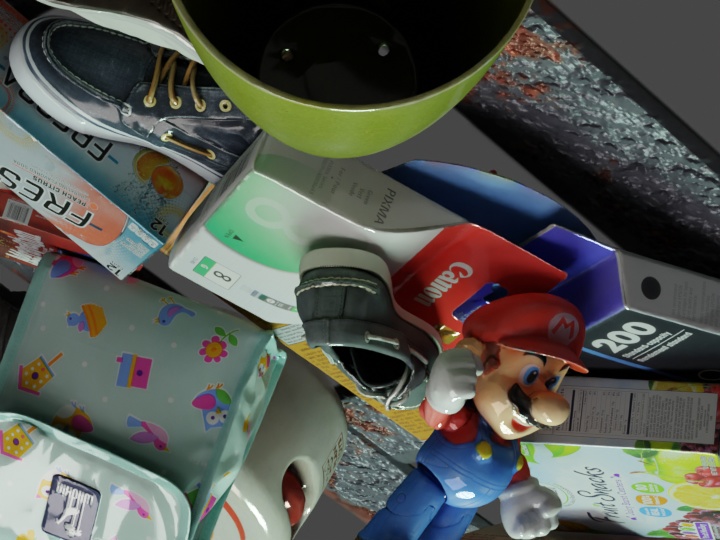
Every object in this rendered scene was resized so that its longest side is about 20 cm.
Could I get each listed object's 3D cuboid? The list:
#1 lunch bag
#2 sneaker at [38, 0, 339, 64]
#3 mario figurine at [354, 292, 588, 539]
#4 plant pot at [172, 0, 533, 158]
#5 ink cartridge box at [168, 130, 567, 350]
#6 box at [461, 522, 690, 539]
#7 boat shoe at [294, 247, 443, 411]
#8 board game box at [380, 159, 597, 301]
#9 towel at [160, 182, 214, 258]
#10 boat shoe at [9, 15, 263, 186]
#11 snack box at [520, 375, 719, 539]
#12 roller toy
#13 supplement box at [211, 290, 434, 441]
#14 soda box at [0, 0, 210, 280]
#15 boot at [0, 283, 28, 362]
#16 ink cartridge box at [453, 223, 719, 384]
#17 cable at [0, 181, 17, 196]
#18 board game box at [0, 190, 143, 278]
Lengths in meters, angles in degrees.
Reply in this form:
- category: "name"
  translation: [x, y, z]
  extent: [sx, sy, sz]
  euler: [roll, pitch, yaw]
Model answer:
- category: "lunch bag"
  translation: [-0.162, 0.110, 1.558]
  extent: [0.170, 0.200, 0.122]
  euler: [21, 171, 8]
- category: "sneaker"
  translation: [-0.101, -0.160, 1.344]
  extent: [0.200, 0.073, 0.085]
  euler: [20, -174, -13]
- category: "mario figurine"
  translation: [0.078, 0.108, 1.393]
  extent: [0.106, 0.200, 0.123]
  euler: [29, -171, 9]
- category: "plant pot"
  translation: [-0.009, -0.136, 1.215]
  extent: [0.187, 0.187, 0.200]
  euler: [20, 164, 3]
- category: "ink cartridge box"
  translation: [0.000, 0.000, 1.419]
  extent: [0.200, 0.050, 0.161]
  euler: [30, 150, -10]
- category: "box"
  translation: [0.157, 0.233, 1.669]
  extent: [0.128, 0.109, 0.200]
  euler: [1, -176, 32]
- category: "boat shoe"
  translation: [0.004, 0.052, 1.426]
  extent: [0.073, 0.062, 0.200]
  euler: [-3, 155, 13]
- category: "board game box"
  translation: [0.050, -0.032, 1.453]
  extent: [0.158, 0.039, 0.200]
  euler: [31, 146, -33]
- category: "towel"
  translation: [-0.158, -0.071, 1.506]
  extent: [0.200, 0.018, 0.086]
  euler: [35, 127, -7]
- category: "boat shoe"
  translation: [-0.105, -0.111, 1.413]
  extent: [0.200, 0.071, 0.091]
  euler: [25, 150, -20]
- category: "snack box"
  translation: [0.173, 0.124, 1.536]
  extent: [0.142, 0.053, 0.200]
  euler: [3, 158, 15]
- category: "roller toy"
  translation: [-0.107, 0.122, 1.722]
  extent: [0.200, 0.140, 0.182]
  euler: [47, 143, -21]
- category: "supplement box"
  translation: [0.000, 0.037, 1.587]
  extent: [0.200, 0.067, 0.069]
  euler: [36, 148, -24]
- category: "soda box"
  translation: [-0.193, -0.087, 1.447]
  extent: [0.200, 0.068, 0.064]
  euler: [40, 143, -10]
- category: "boot"
  translation: [-0.307, 0.064, 1.764]
  extent: [0.200, 0.132, 0.070]
  euler: [18, 152, 6]
- category: "ink cartridge box"
  translation: [0.153, 0.045, 1.479]
  extent: [0.200, 0.043, 0.198]
  euler: [18, 154, -21]
- category: "cable"
  translation: [-0.184, -0.060, 1.557]
  extent: [0.200, 0.050, 0.097]
  euler: [9, 141, 24]
- category: "board game box"
  translation: [-0.199, -0.015, 1.602]
  extent: [0.103, 0.019, 0.200]
  euler: [20, 171, -6]
